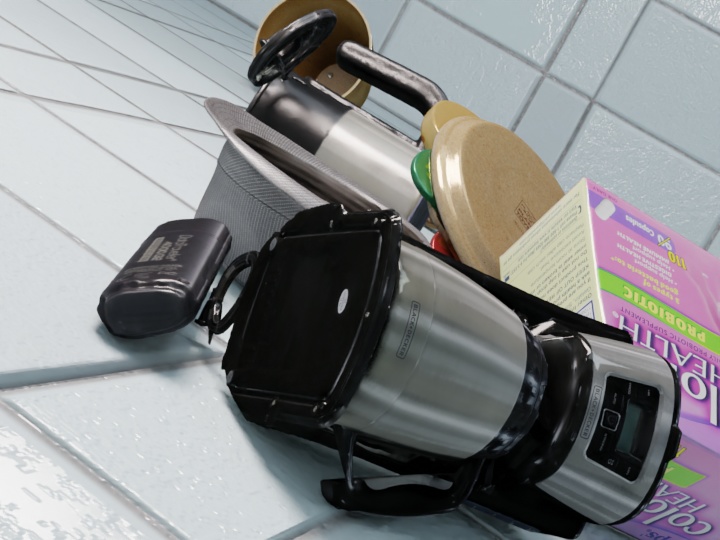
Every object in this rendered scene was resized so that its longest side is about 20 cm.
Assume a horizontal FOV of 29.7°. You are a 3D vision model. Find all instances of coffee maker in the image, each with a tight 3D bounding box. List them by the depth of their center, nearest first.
[{"bbox_3d":[0.042,0.048,0.720,0.199,0.136,0.192,25,11,-28],"label":"coffee maker"}]

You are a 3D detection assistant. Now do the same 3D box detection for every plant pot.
[{"bbox_3d":[-0.052,-0.313,2.115,0.185,0.187,0.200,33,-2,16],"label":"plant pot"}]

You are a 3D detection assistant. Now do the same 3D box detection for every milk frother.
[{"bbox_3d":[-0.014,-0.123,1.237,0.187,0.182,0.200,30,7,8],"label":"milk frother"}]

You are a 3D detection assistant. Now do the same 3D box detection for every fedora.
[{"bbox_3d":[-0.048,-0.029,0.957,0.199,0.091,0.177,31,11,-13],"label":"fedora"}]

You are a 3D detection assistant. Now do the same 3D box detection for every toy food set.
[{"bbox_3d":[0.112,-0.032,1.068,0.200,0.048,0.199,46,36,-22],"label":"toy food set"}]

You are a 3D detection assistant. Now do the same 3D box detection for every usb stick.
[{"bbox_3d":[-0.109,0.001,0.780,0.055,0.033,0.200,-3,12,1],"label":"usb stick"}]

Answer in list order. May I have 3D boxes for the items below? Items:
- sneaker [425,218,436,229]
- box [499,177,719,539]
[{"bbox_3d":[0.074,-0.111,1.740,0.199,0.068,0.089,33,16,30],"label":"sneaker"},{"bbox_3d":[0.192,0.069,0.901,0.175,0.097,0.201,28,40,-22],"label":"box"}]
